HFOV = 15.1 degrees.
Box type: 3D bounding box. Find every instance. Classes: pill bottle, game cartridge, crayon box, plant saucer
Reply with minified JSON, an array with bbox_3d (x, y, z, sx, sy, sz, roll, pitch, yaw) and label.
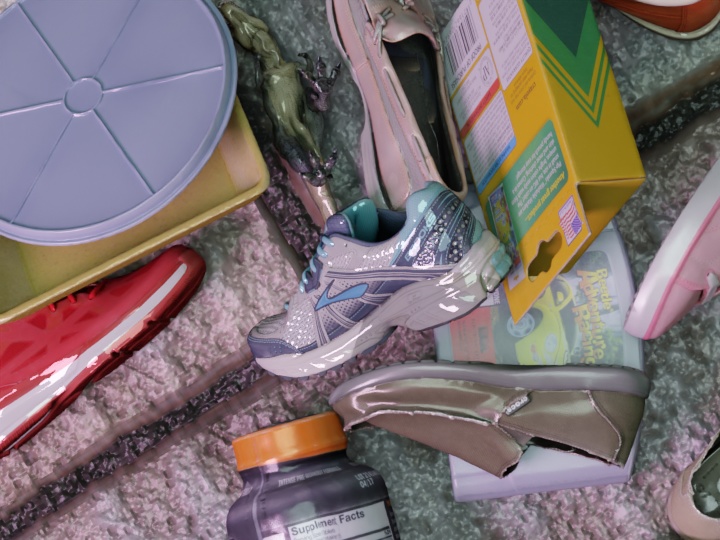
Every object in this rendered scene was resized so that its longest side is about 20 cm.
[{"bbox_3d":[-0.022,0.191,1.693,0.106,0.106,0.201,-15,85,5],"label":"pill bottle"},{"bbox_3d":[0.112,0.040,1.721,0.132,0.041,0.201,-8,86,2],"label":"game cartridge"},{"bbox_3d":[0.111,-0.084,1.652,0.051,0.126,0.201,-4,65,-23],"label":"crayon box"},{"bbox_3d":[-0.168,-0.076,1.723,0.199,0.048,0.201,-26,59,5],"label":"plant saucer"}]

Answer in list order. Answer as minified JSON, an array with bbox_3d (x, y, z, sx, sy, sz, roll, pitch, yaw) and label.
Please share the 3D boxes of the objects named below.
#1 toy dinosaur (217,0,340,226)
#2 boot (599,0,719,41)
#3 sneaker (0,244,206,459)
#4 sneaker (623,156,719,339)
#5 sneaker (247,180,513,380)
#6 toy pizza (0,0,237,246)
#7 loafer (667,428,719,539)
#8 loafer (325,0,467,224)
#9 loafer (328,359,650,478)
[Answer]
[{"bbox_3d":[-0.036,-0.086,1.721,0.047,0.088,0.201,-16,86,-18],"label":"toy dinosaur"},{"bbox_3d":[0.137,-0.210,1.696,0.199,0.107,0.075,23,91,8],"label":"boot"},{"bbox_3d":[-0.203,0.024,1.736,0.200,0.078,0.116,-39,85,2],"label":"sneaker"},{"bbox_3d":[0.252,-0.022,1.678,0.104,0.075,0.201,35,77,7],"label":"sneaker"},{"bbox_3d":[0.000,0.000,1.681,0.199,0.078,0.087,-25,105,35],"label":"sneaker"},{"bbox_3d":[-0.168,-0.101,1.689,0.199,0.032,0.201,-9,60,15],"label":"toy pizza"},{"bbox_3d":[0.270,0.095,1.683,0.076,0.068,0.200,39,92,7],"label":"loafer"},{"bbox_3d":[0.030,-0.126,1.696,0.063,0.072,0.201,-21,76,49],"label":"loafer"},{"bbox_3d":[0.079,0.092,1.667,0.199,0.075,0.070,0,83,6],"label":"loafer"}]
